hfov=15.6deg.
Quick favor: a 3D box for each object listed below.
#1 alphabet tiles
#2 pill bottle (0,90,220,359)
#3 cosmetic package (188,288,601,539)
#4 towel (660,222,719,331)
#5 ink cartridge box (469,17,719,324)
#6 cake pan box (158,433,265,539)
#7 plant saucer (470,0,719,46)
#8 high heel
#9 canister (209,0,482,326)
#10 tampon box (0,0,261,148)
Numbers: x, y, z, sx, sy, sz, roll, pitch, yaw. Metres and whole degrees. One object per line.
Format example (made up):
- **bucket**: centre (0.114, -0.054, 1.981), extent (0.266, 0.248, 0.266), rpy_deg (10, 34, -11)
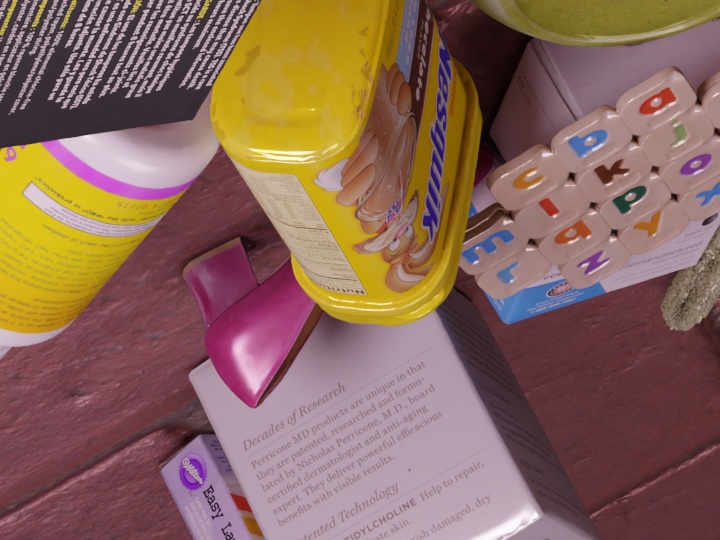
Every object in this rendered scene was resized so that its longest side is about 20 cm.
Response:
- **alphabet tiles**: centre (0.145, -0.050, 1.458), extent (0.199, 0.015, 0.196), rpy_deg (-30, 155, 9)
- **pill bottle**: centre (-0.157, -0.033, 1.264), extent (0.104, 0.105, 0.200), rpy_deg (-3, 147, -44)
- **cosmetic package**: centre (0.026, 0.125, 1.673), extent (0.166, 0.201, 0.167), rpy_deg (-32, 157, 10)
- **towel**: centre (0.259, -0.053, 1.680), extent (0.148, 0.036, 0.200), rpy_deg (-50, 170, -34)
- **ink cartridge box**: centre (0.152, -0.068, 1.553), extent (0.146, 0.086, 0.200), rpy_deg (-17, 156, -22)
- **cake pan box**: centre (-0.024, 0.198, 1.797), extent (0.052, 0.185, 0.200), rpy_deg (-40, 153, 29)
- **plant saucer**: centre (0.142, -0.167, 1.315), extent (0.199, 0.031, 0.200), rpy_deg (-10, 153, -5)
- **high heel**: centre (0.000, 0.000, 1.514), extent (0.199, 0.096, 0.067), rpy_deg (-24, 157, -7)
- **canister**: centre (-0.004, -0.076, 1.288), extent (0.086, 0.149, 0.200), rpy_deg (5, 160, 16)
- **tampon box**: centre (-0.154, -0.138, 0.986), extent (0.199, 0.150, 0.126), rpy_deg (-10, 151, -34)
